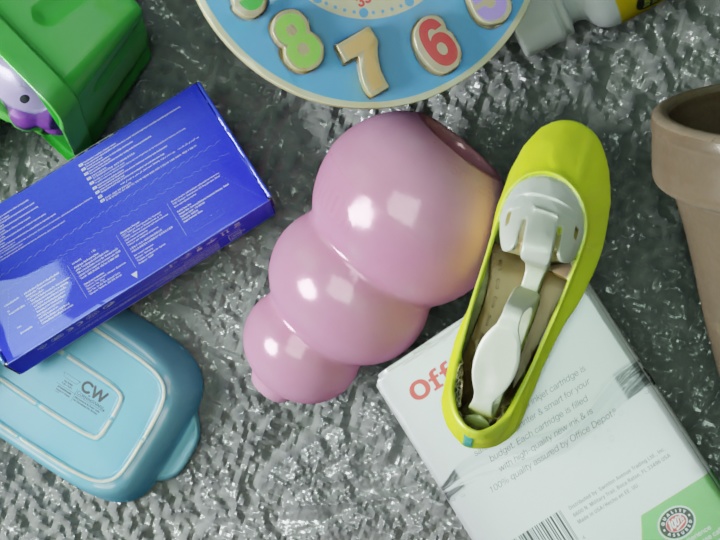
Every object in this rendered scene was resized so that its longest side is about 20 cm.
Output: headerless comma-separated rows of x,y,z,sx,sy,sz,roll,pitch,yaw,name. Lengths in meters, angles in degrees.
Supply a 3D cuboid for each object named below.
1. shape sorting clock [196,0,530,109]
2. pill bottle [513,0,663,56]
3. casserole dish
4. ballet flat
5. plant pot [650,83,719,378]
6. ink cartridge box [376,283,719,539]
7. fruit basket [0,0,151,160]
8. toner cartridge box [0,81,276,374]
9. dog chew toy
0.002,-0.186,0.854,0.199,0.039,0.202,0,87,-7,shape sorting clock
0.167,-0.218,0.977,0.199,0.114,0.115,-28,86,9,pill bottle
-0.199,0.072,1.075,0.199,0.039,0.122,32,95,7,casserole dish
0.095,0.008,0.929,0.066,0.067,0.201,19,91,11,ballet flat
0.271,-0.011,0.940,0.199,0.200,0.176,-1,108,9,plant pot
0.123,0.111,0.998,0.146,0.084,0.201,-33,83,7,ink cartridge box
-0.261,-0.138,1.040,0.214,0.156,0.217,1,77,-3,fruit basket
-0.163,-0.027,1.042,0.199,0.043,0.095,-32,79,-5,toner cartridge box
0.000,0.000,1.005,0.124,0.124,0.200,41,104,7,dog chew toy
